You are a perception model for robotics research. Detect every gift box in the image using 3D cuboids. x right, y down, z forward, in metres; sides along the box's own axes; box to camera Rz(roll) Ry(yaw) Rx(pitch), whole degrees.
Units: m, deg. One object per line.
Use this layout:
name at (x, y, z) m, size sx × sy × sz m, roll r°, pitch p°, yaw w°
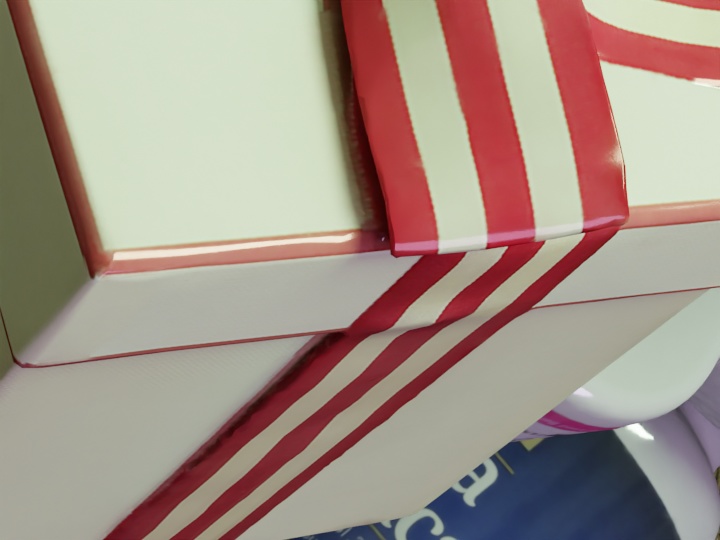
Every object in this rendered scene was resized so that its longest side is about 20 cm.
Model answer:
gift box at (-0.021, -0.055, 0.480) m, size 0.199 × 0.186 × 0.187 m, roll -12°, pitch 160°, yaw -35°

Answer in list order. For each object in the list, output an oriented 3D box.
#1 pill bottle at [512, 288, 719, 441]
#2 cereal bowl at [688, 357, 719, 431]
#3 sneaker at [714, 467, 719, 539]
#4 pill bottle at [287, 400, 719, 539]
pill bottle at (0.000, 0.000, 0.691) m, size 0.113 × 0.114 × 0.199 m, roll 2°, pitch 169°, yaw -45°
cereal bowl at (0.175, -0.029, 0.703) m, size 0.199 × 0.201 × 0.083 m, roll -24°, pitch 178°, yaw -6°
sneaker at (0.116, 0.095, 0.986) m, size 0.070 × 0.076 × 0.200 m, roll -24°, pitch -160°, yaw 38°
pill bottle at (0.045, 0.076, 0.773) m, size 0.200 × 0.111 × 0.111 m, roll -39°, pitch 156°, yaw -11°
